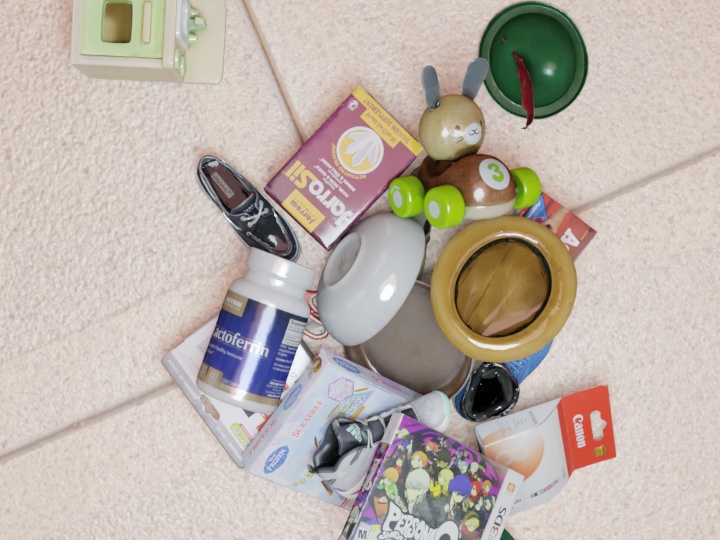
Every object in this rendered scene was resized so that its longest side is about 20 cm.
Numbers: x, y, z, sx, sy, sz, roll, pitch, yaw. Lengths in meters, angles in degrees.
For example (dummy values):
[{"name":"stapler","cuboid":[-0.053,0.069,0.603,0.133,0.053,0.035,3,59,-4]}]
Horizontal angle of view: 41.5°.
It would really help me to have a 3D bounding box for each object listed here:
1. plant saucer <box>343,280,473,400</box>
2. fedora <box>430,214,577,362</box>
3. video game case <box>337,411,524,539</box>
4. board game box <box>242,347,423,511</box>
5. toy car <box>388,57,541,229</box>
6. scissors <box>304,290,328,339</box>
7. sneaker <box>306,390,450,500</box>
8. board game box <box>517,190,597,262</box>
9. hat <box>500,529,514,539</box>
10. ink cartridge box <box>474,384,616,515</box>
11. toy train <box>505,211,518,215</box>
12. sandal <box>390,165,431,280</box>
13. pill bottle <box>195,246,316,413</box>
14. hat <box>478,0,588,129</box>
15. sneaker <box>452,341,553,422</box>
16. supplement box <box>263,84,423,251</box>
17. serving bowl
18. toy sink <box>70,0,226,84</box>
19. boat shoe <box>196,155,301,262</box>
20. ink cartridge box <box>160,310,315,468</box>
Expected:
[{"name":"plant saucer","cuboid":[0.070,0.102,1.358,0.199,0.032,0.201,7,110,21]},{"name":"fedora","cuboid":[0.189,0.027,1.270,0.199,0.082,0.202,-1,79,5]},{"name":"video game case","cuboid":[0.093,0.305,1.214,0.199,0.036,0.182,29,76,-17]},{"name":"board game box","cuboid":[-0.027,0.227,1.318,0.199,0.041,0.200,29,107,-30]},{"name":"toy car","cuboid":[0.134,-0.175,1.255,0.164,0.158,0.201,-15,111,-31]},{"name":"scissors","cuboid":[-0.118,0.023,1.397,0.200,0.014,0.073,36,89,-2]},{"name":"sneaker","cuboid":[0.016,0.215,1.243,0.200,0.078,0.140,-45,132,8]},{"name":"board game box","cuboid":[0.227,-0.004,1.319,0.103,0.019,0.200,37,90,9]},{"name":"hat","cuboid":[0.119,0.454,1.364,0.199,0.165,0.177,29,122,29]},{"name":"ink cartridge box","cuboid":[0.273,0.260,1.353,0.199,0.050,0.163,-17,126,1]},{"name":"toy train","cuboid":[0.190,0.011,1.375,0.200,0.087,0.114,-42,83,2]},{"name":"sandal","cuboid":[0.071,-0.061,1.381,0.079,0.057,0.202,17,89,-2]},{"name":"pill bottle","cuboid":[-0.134,0.078,1.262,0.115,0.116,0.201,19,88,-2]},{"name":"hat","cuboid":[0.262,-0.300,1.327,0.165,0.176,0.201,-14,90,-2]},{"name":"sneaker","cuboid":[0.215,0.138,1.358,0.200,0.111,0.077,-44,91,-2]},{"name":"supplement box","cuboid":[-0.024,-0.143,1.356,0.131,0.103,0.200,43,89,-2]},{"name":"serving bowl","cuboid":[0.000,0.000,1.302,0.066,0.200,0.201,32,89,-25]},{"name":"toy sink","cuboid":[-0.297,-0.341,1.343,0.199,0.112,0.131,4,90,-2]},{"name":"boat shoe","cuboid":[-0.161,-0.087,1.366,0.072,0.068,0.200,-40,90,-9]},{"name":"ink cartridge box","cuboid":[-0.156,0.150,1.361,0.175,0.084,0.200,-36,91,-1]}]
